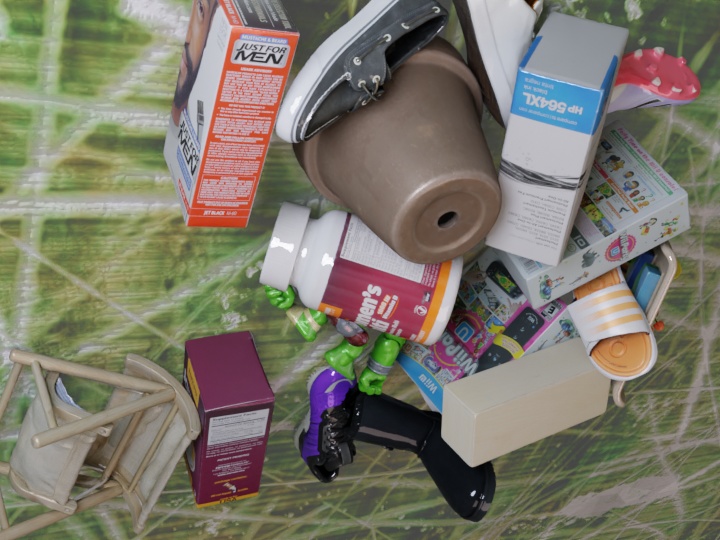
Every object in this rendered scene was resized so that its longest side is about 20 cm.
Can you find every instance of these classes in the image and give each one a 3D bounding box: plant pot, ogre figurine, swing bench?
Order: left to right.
[{"bbox_3d":[-0.318,0.203,1.054,0.199,0.130,0.200,5,130,-39],"label":"swing bench"},{"bbox_3d":[-0.008,0.051,1.075,0.120,0.098,0.200,-39,95,8],"label":"ogre figurine"},{"bbox_3d":[0.050,-0.105,0.889,0.198,0.175,0.201,-14,138,-13],"label":"plant pot"}]

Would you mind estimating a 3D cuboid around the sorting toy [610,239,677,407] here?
[{"bbox_3d":[0.337,0.044,1.130,0.036,0.185,0.202,16,109,7],"label":"sorting toy"}]

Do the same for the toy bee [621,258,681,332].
[{"bbox_3d":[0.389,0.027,1.269,0.130,0.109,0.200,-36,139,7],"label":"toy bee"}]

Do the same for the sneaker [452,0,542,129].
[{"bbox_3d":[0.148,-0.223,0.895,0.084,0.073,0.201,-28,142,-3],"label":"sneaker"}]

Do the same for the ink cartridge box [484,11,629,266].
[{"bbox_3d":[0.192,-0.129,0.908,0.084,0.146,0.201,17,130,13],"label":"ink cartridge box"}]

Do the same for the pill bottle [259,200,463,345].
[{"bbox_3d":[0.000,0.000,0.970,0.198,0.110,0.110,17,129,-4],"label":"pill bottle"}]

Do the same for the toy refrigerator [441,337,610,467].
[{"bbox_3d":[0.192,0.148,1.063,0.198,0.070,0.077,-17,123,-25],"label":"toy refrigerator"}]

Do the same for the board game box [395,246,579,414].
[{"bbox_3d":[0.157,0.088,1.144,0.200,0.148,0.064,-48,138,5],"label":"board game box"}]

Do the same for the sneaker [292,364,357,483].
[{"bbox_3d":[-0.033,0.213,1.236,0.069,0.100,0.201,-8,136,-24],"label":"sneaker"}]

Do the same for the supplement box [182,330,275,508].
[{"bbox_3d":[-0.169,0.185,1.125,0.085,0.111,0.201,-7,136,-21],"label":"supplement box"}]

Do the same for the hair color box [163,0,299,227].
[{"bbox_3d":[-0.119,-0.149,0.798,0.063,0.111,0.201,0,132,-27],"label":"hair color box"}]

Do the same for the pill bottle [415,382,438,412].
[{"bbox_3d":[0.175,0.116,1.235,0.199,0.116,0.116,-37,139,15],"label":"pill bottle"}]

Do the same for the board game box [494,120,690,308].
[{"bbox_3d":[0.250,-0.066,1.049,0.199,0.148,0.064,-28,137,2],"label":"board game box"}]

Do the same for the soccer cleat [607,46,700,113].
[{"bbox_3d":[0.287,-0.202,1.012,0.198,0.067,0.077,-6,158,-27],"label":"soccer cleat"}]

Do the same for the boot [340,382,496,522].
[{"bbox_3d":[0.062,0.218,1.118,0.167,0.200,0.077,19,107,-17],"label":"boot"}]

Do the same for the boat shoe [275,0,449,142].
[{"bbox_3d":[0.004,-0.181,0.804,0.200,0.056,0.069,-50,165,-19],"label":"boat shoe"}]

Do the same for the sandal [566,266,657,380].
[{"bbox_3d":[0.270,0.029,1.052,0.079,0.208,0.059,-30,145,25],"label":"sandal"}]
